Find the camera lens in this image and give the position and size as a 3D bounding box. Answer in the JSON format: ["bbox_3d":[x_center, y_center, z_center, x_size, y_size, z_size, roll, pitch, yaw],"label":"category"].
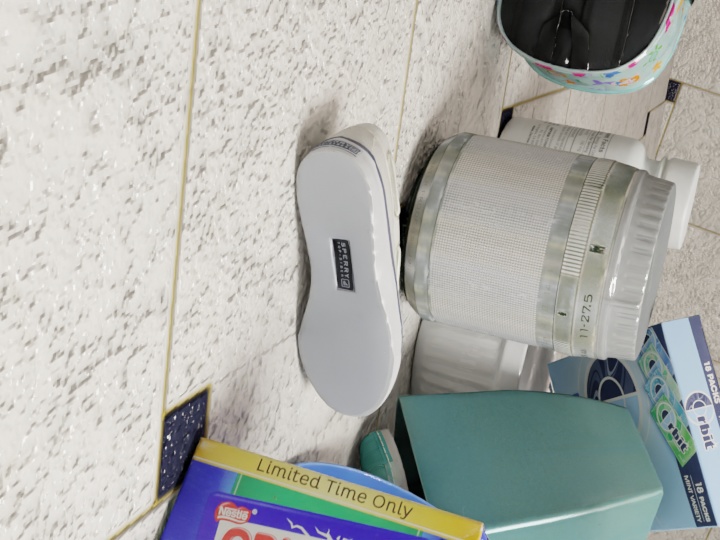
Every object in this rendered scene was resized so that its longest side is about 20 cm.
[{"bbox_3d":[0.141,-0.020,0.927,0.160,0.199,0.161,13,90,-72],"label":"camera lens"}]

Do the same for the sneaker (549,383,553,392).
[{"bbox_3d":[0.197,0.102,1.368,0.129,0.079,0.200,4,98,-70],"label":"sneaker"}]

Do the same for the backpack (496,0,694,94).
[{"bbox_3d":[0.222,-0.265,1.046,0.150,0.177,0.201,27,81,-66],"label":"backpack"}]

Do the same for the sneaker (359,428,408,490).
[{"bbox_3d":[0.004,0.229,0.909,0.071,0.079,0.201,92,-7,-76],"label":"sneaker"}]

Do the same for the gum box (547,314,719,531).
[{"bbox_3d":[0.251,0.145,1.014,0.200,0.044,0.171,145,-65,-65],"label":"gum box"}]

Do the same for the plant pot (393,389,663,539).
[{"bbox_3d":[0.139,0.189,0.953,0.142,0.199,0.142,92,-12,-45],"label":"plant pot"}]

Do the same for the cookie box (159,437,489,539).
[{"bbox_3d":[-0.038,0.212,0.606,0.075,0.170,0.201,71,35,-63],"label":"cookie box"}]

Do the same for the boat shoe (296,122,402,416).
[{"bbox_3d":[0.000,0.000,0.741,0.070,0.071,0.201,-47,139,-51],"label":"boat shoe"}]

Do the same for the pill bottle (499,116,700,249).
[{"bbox_3d":[0.242,-0.087,1.179,0.114,0.199,0.115,14,90,-72],"label":"pill bottle"}]

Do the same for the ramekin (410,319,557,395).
[{"bbox_3d":[0.123,0.076,1.091,0.200,0.105,0.201,13,90,-72],"label":"ramekin"}]

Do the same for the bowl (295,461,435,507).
[{"bbox_3d":[0.024,0.202,0.751,0.040,0.200,0.200,-60,165,12],"label":"bowl"}]
